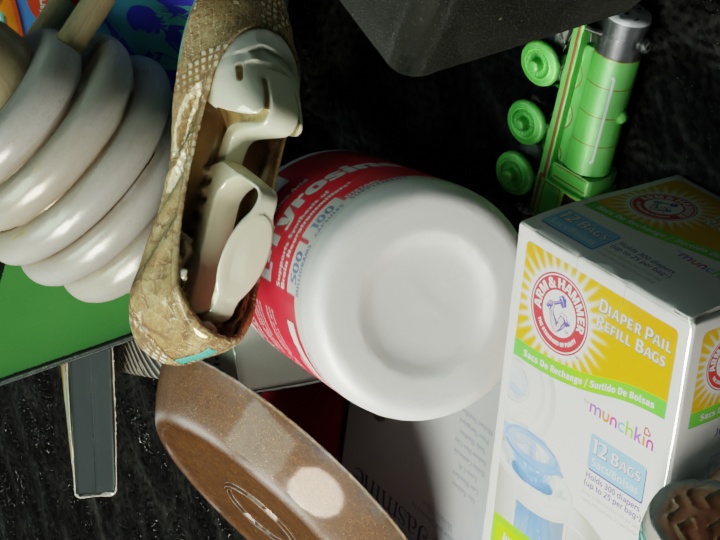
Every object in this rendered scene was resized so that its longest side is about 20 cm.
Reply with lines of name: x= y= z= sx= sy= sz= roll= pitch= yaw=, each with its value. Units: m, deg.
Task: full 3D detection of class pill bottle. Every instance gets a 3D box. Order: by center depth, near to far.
pill bottle: x=0.000 y=0.000 z=1.066 sx=0.200 sy=0.112 sz=0.113 roll=-154 pitch=54 yaw=-70

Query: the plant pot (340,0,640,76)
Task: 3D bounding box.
plant pot: x=0.057 y=-0.201 z=0.903 sx=0.200 sy=0.199 sz=0.178 roll=54 pitch=148 yaw=26

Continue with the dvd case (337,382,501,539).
dvd case: x=0.040 y=0.084 z=1.184 sx=0.143 sy=0.017 sz=0.201 roll=37 pitch=132 yaw=41

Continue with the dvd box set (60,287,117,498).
dvd box set: x=-0.179 y=0.023 z=1.371 sx=0.200 sy=0.029 sz=0.147 roll=-105 pitch=14 yaw=-48

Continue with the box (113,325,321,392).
box: x=-0.084 y=0.023 z=1.261 sx=0.200 sy=0.068 sz=0.083 roll=0 pitch=99 yaw=64

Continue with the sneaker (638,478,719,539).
sneaker: x=0.195 y=0.164 z=0.893 sx=0.200 sy=0.071 sz=0.080 roll=31 pitch=134 yaw=6

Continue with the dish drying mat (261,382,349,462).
dish drying mat: x=-0.027 y=0.043 z=1.264 sx=0.077 sy=0.018 sz=0.201 roll=38 pitch=131 yaw=43

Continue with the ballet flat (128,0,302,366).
ballet flat: x=-0.057 y=-0.052 z=1.018 sx=0.065 sy=0.070 sz=0.201 roll=7 pitch=85 yaw=49

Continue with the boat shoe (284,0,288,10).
boat shoe: x=-0.078 y=-0.120 z=1.223 sx=0.067 sy=0.073 sz=0.201 roll=-58 pitch=-27 yaw=-85

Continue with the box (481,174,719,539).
box: x=0.133 y=0.074 z=0.974 sx=0.112 sy=0.101 sz=0.201 roll=34 pitch=129 yaw=43

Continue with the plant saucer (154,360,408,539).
plant saucer: x=-0.046 y=0.127 z=1.207 sx=0.200 sy=0.035 sz=0.200 roll=37 pitch=161 yaw=15

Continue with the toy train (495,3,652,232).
toy train: x=0.097 y=-0.051 z=1.033 sx=0.056 sy=0.042 sz=0.201 roll=34 pitch=130 yaw=30

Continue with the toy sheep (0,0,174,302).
toy sheep: x=-0.136 y=-0.054 z=1.072 sx=0.200 sy=0.138 sz=0.138 roll=41 pitch=154 yaw=-23

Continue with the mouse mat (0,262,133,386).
mouse mat: x=-0.158 y=-0.027 z=1.284 sx=0.160 sy=0.008 sz=0.201 roll=-19 pitch=46 yaw=35

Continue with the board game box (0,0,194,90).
board game box: x=-0.143 y=-0.135 z=1.129 sx=0.199 sy=0.045 sz=0.152 roll=12 pitch=139 yaw=8
